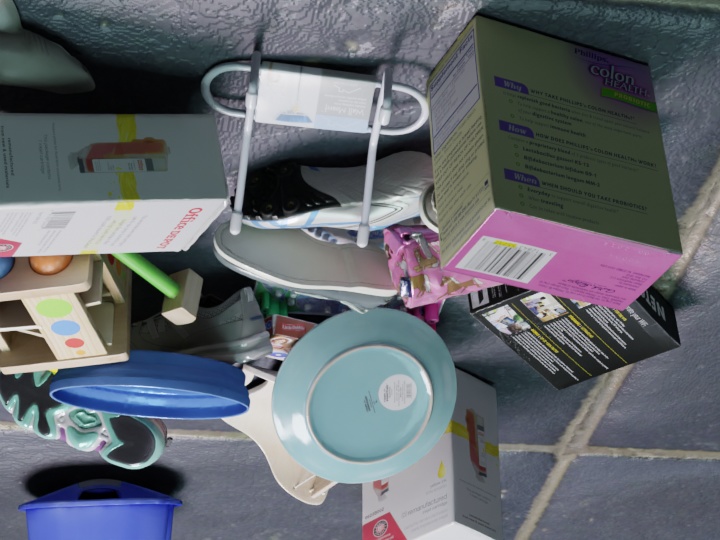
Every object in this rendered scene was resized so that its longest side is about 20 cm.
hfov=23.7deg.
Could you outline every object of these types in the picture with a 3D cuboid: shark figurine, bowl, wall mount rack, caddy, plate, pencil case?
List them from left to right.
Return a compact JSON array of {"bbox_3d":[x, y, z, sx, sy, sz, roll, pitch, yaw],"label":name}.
[{"bbox_3d":[-0.339,-0.155,1.401,0.214,0.090,0.128,-10,145,7],"label":"shark figurine"},{"bbox_3d":[-0.317,0.307,2.093,0.199,0.105,0.141,-2,169,-2],"label":"caddy"},{"bbox_3d":[-0.209,0.115,1.719,0.200,0.039,0.201,4,166,1],"label":"bowl"},{"bbox_3d":[-0.044,-0.108,1.486,0.199,0.075,0.174,6,140,-4],"label":"wall mount rack"},{"bbox_3d":[0.007,0.135,1.770,0.200,0.026,0.201,-5,111,-12],"label":"plate"},{"bbox_3d":[0.124,-0.024,1.608,0.200,0.083,0.087,-12,-171,-6],"label":"pencil case"}]

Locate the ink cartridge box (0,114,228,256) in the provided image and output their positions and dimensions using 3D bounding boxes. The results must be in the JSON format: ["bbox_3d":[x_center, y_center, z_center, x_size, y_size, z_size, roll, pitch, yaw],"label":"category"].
[{"bbox_3d":[-0.231,-0.072,1.461,0.200,0.084,0.145,-2,164,-24],"label":"ink cartridge box"}]

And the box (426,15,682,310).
[{"bbox_3d":[0.157,-0.088,1.429,0.176,0.200,0.097,12,145,-22],"label":"box"}]

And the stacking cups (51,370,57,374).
[{"bbox_3d":[-0.264,0.104,1.824,0.200,0.061,0.060,26,138,-37],"label":"stacking cups"}]

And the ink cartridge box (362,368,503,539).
[{"bbox_3d":[0.077,0.227,1.907,0.083,0.200,0.145,29,136,-34],"label":"ink cartridge box"}]

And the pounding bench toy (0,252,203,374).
[{"bbox_3d":[-0.259,-0.005,1.598,0.199,0.124,0.156,-6,146,6],"label":"pounding bench toy"}]

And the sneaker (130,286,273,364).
[{"bbox_3d":[-0.177,0.054,1.757,0.200,0.082,0.075,-4,-176,28],"label":"sneaker"}]

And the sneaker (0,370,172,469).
[{"bbox_3d":[-0.300,0.156,1.892,0.200,0.078,0.140,29,-177,5],"label":"sneaker"}]

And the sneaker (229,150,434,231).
[{"bbox_3d":[-0.020,-0.062,1.575,0.199,0.072,0.073,-6,141,8],"label":"sneaker"}]

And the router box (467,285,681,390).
[{"bbox_3d":[0.222,0.043,1.769,0.149,0.051,0.200,-22,142,24],"label":"router box"}]

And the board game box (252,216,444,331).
[{"bbox_3d":[0.000,0.000,1.713,0.199,0.026,0.200,4,146,-10],"label":"board game box"}]

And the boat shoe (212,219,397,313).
[{"bbox_3d":[-0.056,0.002,1.625,0.200,0.073,0.062,11,141,-29],"label":"boat shoe"}]

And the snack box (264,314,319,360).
[{"bbox_3d":[-0.032,0.083,1.809,0.200,0.024,0.072,15,156,-36],"label":"snack box"}]

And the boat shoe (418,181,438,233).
[{"bbox_3d":[0.153,-0.066,1.530,0.201,0.072,0.060,-2,170,-16],"label":"boat shoe"}]

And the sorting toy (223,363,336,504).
[{"bbox_3d":[-0.068,0.158,1.895,0.180,0.107,0.200,24,147,-18],"label":"sorting toy"}]
